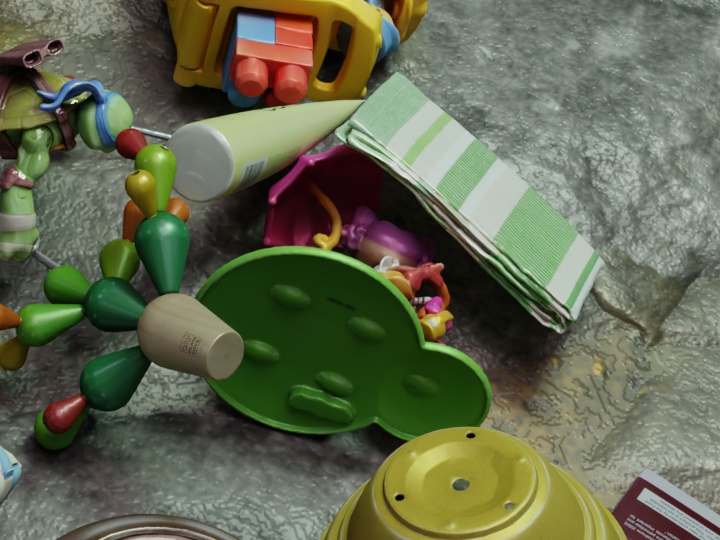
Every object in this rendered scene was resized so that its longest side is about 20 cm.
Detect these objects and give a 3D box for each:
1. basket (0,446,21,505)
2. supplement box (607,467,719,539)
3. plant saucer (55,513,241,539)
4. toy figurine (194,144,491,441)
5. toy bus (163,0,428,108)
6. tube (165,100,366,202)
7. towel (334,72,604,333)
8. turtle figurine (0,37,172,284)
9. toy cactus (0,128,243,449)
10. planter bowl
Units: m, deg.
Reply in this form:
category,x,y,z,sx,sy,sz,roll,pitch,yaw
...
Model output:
category,x,y,z,sx,sy,sz,roll,pitch,yaw
basket,-0.301,0.121,1.270,0.176,0.139,0.200,47,24,22
supplement box,0.165,0.226,1.388,0.109,0.061,0.200,33,49,13
plant saucer,-0.116,0.221,1.330,0.199,0.032,0.201,8,50,-9
toy figurine,0.000,0.000,1.489,0.199,0.150,0.185,22,39,-8
toy bus,-0.038,-0.180,1.602,0.199,0.136,0.193,6,47,-14
tube,-0.065,-0.084,1.510,0.058,0.052,0.200,17,16,20
towel,0.078,-0.048,1.544,0.200,0.023,0.153,41,23,0
turtle figurine,-0.229,-0.066,1.501,0.193,0.200,0.145,8,74,18
toy cactus,-0.140,0.020,1.383,0.165,0.102,0.201,22,81,40
planter bowl,0.062,0.153,1.355,0.199,0.084,0.201,-4,39,3
